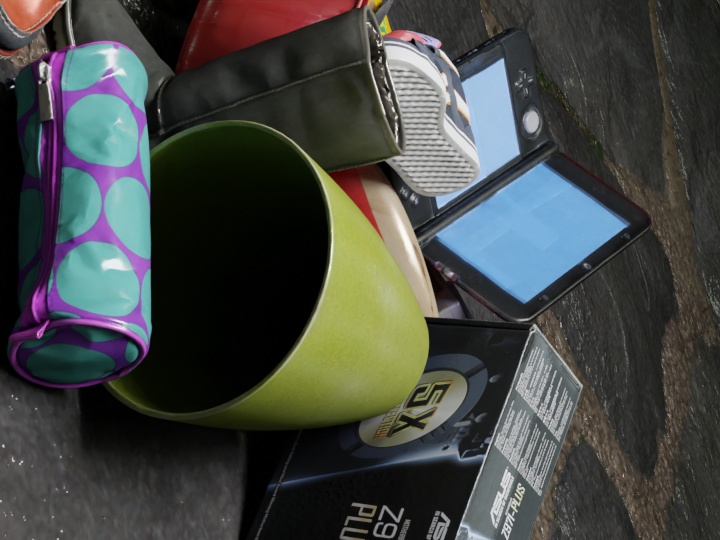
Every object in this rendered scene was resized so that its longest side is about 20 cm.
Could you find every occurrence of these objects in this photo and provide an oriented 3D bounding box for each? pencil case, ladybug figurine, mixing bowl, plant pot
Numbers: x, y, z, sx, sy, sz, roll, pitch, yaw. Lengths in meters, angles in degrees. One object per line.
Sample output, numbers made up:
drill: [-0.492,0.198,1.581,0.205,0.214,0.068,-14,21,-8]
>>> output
pencil case: [-0.167,-0.035,1.132,0.092,0.085,0.200,39,41,-54]
ladybug figurine: [0.000,0.000,1.464,0.136,0.072,0.200,6,-64,70]
mixing bowl: [-0.067,-0.148,1.354,0.200,0.108,0.200,-159,-90,-89]
plant pot: [-0.046,0.026,1.217,0.200,0.187,0.187,30,47,-54]

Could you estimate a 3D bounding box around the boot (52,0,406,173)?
boot: [-0.085,-0.132,1.237,0.073,0.200,0.182,-37,108,-63]

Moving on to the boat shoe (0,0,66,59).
boat shoe: [-0.197,-0.206,1.216,0.071,0.063,0.200,61,27,-30]

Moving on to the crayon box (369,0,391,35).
crayon box: [-0.012,-0.172,1.624,0.200,0.052,0.126,-15,88,-68]

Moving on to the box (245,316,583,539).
box: [0.036,0.136,1.294,0.086,0.164,0.200,49,55,-44]

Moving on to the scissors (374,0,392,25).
scissors: [0.002,-0.185,1.587,0.073,0.014,0.200,68,23,-4]

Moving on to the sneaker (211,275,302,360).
sneaker: [-0.062,0.052,1.354,0.200,0.070,0.093,58,45,-36]

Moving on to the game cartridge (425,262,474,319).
game cartridge: [0.070,0.035,1.582,0.130,0.038,0.200,54,2,-29]

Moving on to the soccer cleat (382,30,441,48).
soccer cleat: [0.031,-0.093,1.538,0.076,0.067,0.200,-12,109,-44]

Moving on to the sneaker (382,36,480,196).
sneaker: [0.028,-0.126,1.363,0.200,0.078,0.079,52,23,-62]

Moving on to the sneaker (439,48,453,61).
sneaker: [0.056,-0.102,1.591,0.082,0.070,0.200,33,40,-54]

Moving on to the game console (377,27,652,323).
game console: [0.123,-0.080,1.507,0.200,0.119,0.172,-34,122,-41]

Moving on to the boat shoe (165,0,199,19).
boat shoe: [-0.104,-0.227,1.440,0.200,0.073,0.063,28,42,-69]
